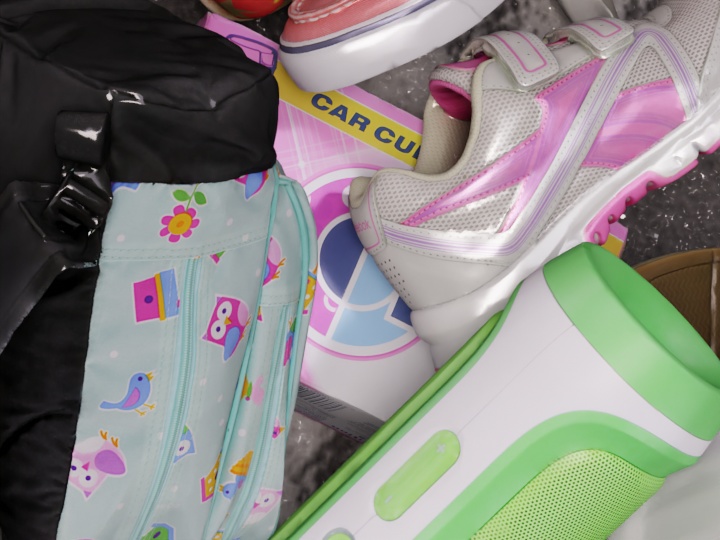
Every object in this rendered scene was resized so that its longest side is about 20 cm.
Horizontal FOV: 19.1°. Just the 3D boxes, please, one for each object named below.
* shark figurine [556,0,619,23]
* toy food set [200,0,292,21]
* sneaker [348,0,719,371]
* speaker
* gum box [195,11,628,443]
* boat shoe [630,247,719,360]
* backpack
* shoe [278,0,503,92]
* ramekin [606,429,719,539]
[{"bbox_3d":[0.103,-0.157,0.885,0.128,0.089,0.215,-5,82,-18],"label":"shark figurine"},{"bbox_3d":[-0.004,-0.184,0.803,0.049,0.200,0.198,27,29,18],"label":"toy food set"},{"bbox_3d":[0.074,-0.058,0.789,0.088,0.081,0.200,46,72,-10],"label":"sneaker"},{"bbox_3d":[0.032,0.085,0.730,0.088,0.088,0.200,42,105,-9],"label":"speaker"},{"bbox_3d":[0.000,0.000,0.837,0.200,0.066,0.114,27,76,-13],"label":"gum box"},{"bbox_3d":[0.160,0.030,0.868,0.200,0.066,0.074,5,81,-35],"label":"boat shoe"},{"bbox_3d":[-0.089,0.016,0.695,0.126,0.167,0.201,-5,113,-30],"label":"backpack"},{"bbox_3d":[0.038,-0.154,0.787,0.200,0.071,0.091,-36,117,-12],"label":"shoe"},{"bbox_3d":[0.194,0.108,0.734,0.200,0.098,0.201,8,68,-19],"label":"ramekin"}]
